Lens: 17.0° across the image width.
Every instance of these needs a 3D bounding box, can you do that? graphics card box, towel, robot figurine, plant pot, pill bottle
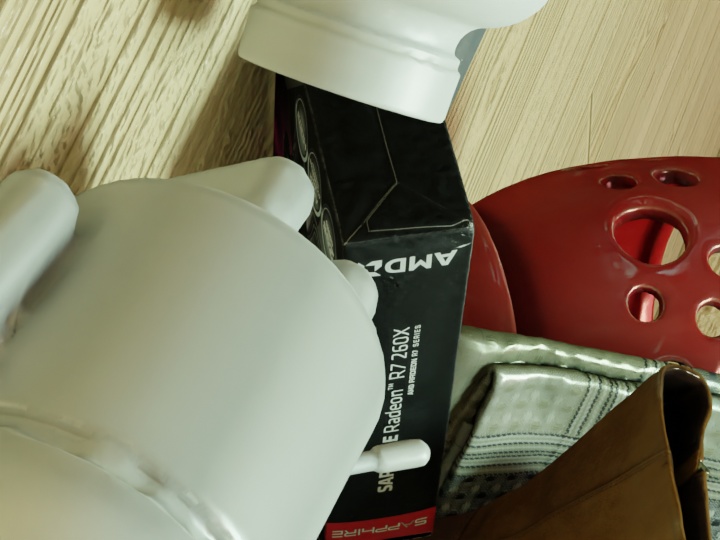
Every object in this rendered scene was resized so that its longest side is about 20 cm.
[{"bbox_3d":[0.000,0.000,0.902,0.200,0.051,0.126,96,-16,-53],"label":"graphics card box"},{"bbox_3d":[0.085,0.115,1.045,0.035,0.199,0.193,-106,-145,-48],"label":"towel"},{"bbox_3d":[-0.065,0.055,0.664,0.170,0.113,0.200,55,43,-25],"label":"robot figurine"},{"bbox_3d":[0.098,0.048,1.145,0.200,0.182,0.201,177,-90,-73],"label":"plant pot"},{"bbox_3d":[0.025,-0.151,0.750,0.111,0.110,0.201,-15,123,-76],"label":"pill bottle"}]

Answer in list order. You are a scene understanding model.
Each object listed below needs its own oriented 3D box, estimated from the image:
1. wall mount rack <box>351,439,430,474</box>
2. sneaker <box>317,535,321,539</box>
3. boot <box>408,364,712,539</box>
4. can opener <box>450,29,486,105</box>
[{"bbox_3d":[-0.040,0.133,0.805,0.174,0.074,0.201,-13,97,-60],"label":"wall mount rack"},{"bbox_3d":[-0.052,0.112,0.961,0.200,0.078,0.085,105,2,-69],"label":"sneaker"},{"bbox_3d":[0.061,0.151,0.906,0.200,0.068,0.189,-34,-152,36],"label":"boot"},{"bbox_3d":[0.041,-0.125,1.020,0.067,0.053,0.200,80,33,-67],"label":"can opener"}]
